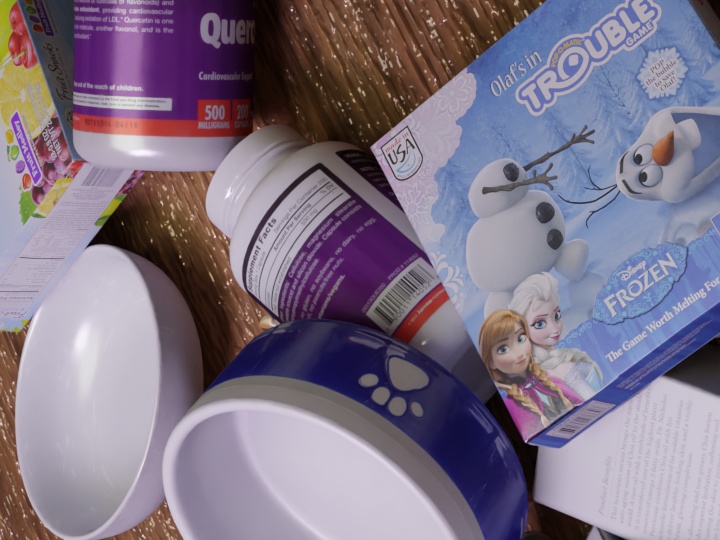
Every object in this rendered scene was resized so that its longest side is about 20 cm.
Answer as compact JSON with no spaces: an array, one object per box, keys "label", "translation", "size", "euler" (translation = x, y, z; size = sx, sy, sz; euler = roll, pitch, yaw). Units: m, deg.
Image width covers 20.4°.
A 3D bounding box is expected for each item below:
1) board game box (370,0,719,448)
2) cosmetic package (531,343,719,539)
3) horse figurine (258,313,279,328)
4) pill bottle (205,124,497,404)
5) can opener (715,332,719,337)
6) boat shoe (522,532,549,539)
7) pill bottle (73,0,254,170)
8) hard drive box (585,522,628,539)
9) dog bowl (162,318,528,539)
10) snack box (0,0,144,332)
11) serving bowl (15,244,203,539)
[{"label":"board game box","translation":[0.126,-0.044,1.058],"size":[0.200,0.043,0.200],"euler":[-39,62,23]},{"label":"cosmetic package","translation":[0.195,0.103,1.073],"size":[0.199,0.071,0.102],"euler":[21,113,36]},{"label":"horse figurine","translation":[-0.026,0.108,1.280],"size":[0.132,0.050,0.201],"euler":[34,116,16]},{"label":"pill bottle","translation":[0.000,0.000,1.193],"size":[0.200,0.112,0.113],"euler":[41,124,27]},{"label":"can opener","translation":[0.133,-0.011,1.096],"size":[0.199,0.067,0.053],"euler":[12,144,37]},{"label":"boat shoe","translation":[0.097,0.257,1.197],"size":[0.063,0.073,0.202],"euler":[-122,33,-63]},{"label":"pill bottle","translation":[-0.121,-0.165,1.242],"size":[0.112,0.112,0.201],"euler":[9,100,40]},{"label":"hard drive box","translation":[0.132,0.263,1.074],"size":[0.156,0.076,0.201],"euler":[-109,42,-68]},{"label":"dog bowl","translation":[-0.008,0.128,1.130],"size":[0.199,0.079,0.201],"euler":[20,135,21]},{"label":"snack box","translation":[-0.243,-0.080,1.394],"size":[0.200,0.067,0.169],"euler":[-48,53,39]},{"label":"serving bowl","translation":[-0.163,0.085,1.372],"size":[0.200,0.066,0.202],"euler":[-14,73,52]}]
